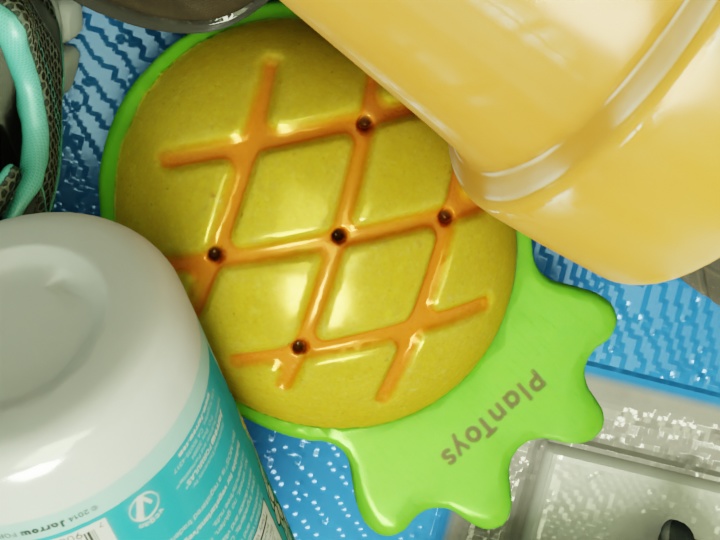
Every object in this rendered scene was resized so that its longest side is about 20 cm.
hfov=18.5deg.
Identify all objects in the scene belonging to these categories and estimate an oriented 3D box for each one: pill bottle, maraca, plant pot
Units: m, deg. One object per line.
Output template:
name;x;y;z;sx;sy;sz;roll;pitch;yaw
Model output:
pill bottle;-0.083;0.084;0.729;0.111;0.111;0.200;-21;135;-2
maraca;0.000;0.000;0.757;0.137;0.107;0.200;-42;100;1
plant pot;0.048;-0.124;0.654;0.183;0.200;0.200;27;95;-19

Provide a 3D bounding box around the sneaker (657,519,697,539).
sneaker;0.045;0.148;0.814;0.200;0.077;0.082;-19;73;-4

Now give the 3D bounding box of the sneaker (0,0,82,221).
sneaker;-0.137;-0.012;0.749;0.077;0.091;0.200;2;98;-5

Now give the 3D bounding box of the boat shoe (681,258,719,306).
boat shoe;0.167;-0.018;0.797;0.200;0.076;0.072;40;59;-7

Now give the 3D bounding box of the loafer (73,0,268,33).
loafer;-0.108;-0.151;0.719;0.200;0.071;0.073;36;76;3
